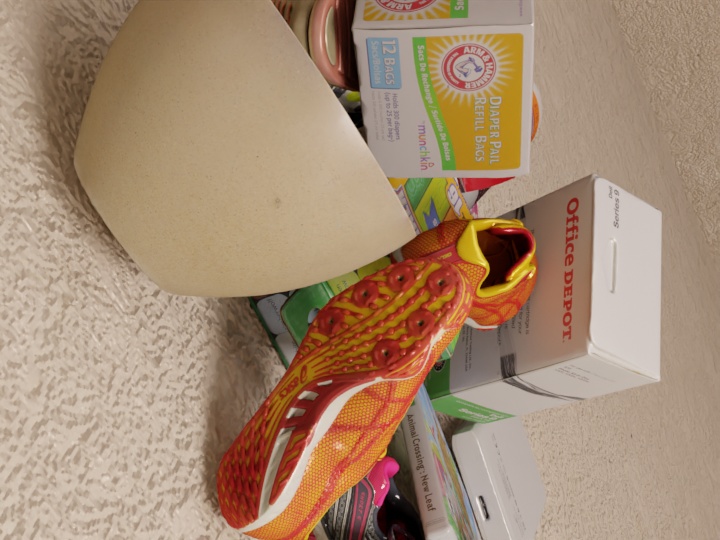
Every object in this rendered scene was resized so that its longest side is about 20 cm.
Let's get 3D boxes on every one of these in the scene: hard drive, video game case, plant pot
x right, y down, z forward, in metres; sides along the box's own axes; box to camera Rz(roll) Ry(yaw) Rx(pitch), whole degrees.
[{"bbox_3d":[0.133,0.188,0.984,0.200,0.026,0.134,-23,95,-73],"label":"hard drive"},{"bbox_3d":[0.071,0.192,0.792,0.183,0.022,0.202,-101,171,-56],"label":"video game case"},{"bbox_3d":[-0.078,-0.063,0.588,0.201,0.134,0.200,55,1,-1],"label":"plant pot"}]

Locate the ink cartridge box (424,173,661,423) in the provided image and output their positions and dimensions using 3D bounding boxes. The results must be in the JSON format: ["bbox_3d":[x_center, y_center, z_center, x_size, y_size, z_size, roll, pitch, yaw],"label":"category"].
[{"bbox_3d":[0.141,0.031,0.847,0.083,0.199,0.148,21,64,-30],"label":"ink cartridge box"}]

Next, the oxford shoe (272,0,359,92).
[{"bbox_3d":[-0.029,-0.154,0.677,0.200,0.073,0.072,-65,156,-74],"label":"oxford shoe"}]

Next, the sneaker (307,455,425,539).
[{"bbox_3d":[0.021,0.214,0.710,0.202,0.074,0.081,63,26,-20],"label":"sneaker"}]

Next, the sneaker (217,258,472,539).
[{"bbox_3d":[-0.005,0.075,0.622,0.077,0.200,0.073,27,18,-50],"label":"sneaker"}]

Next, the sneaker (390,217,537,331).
[{"bbox_3d":[0.092,0.000,0.708,0.199,0.076,0.074,-8,79,-65],"label":"sneaker"}]

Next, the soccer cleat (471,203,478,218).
[{"bbox_3d":[0.073,-0.031,0.983,0.086,0.069,0.203,26,51,-57],"label":"soccer cleat"}]

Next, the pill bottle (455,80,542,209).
[{"bbox_3d":[0.073,-0.108,0.935,0.200,0.109,0.111,-46,116,-40],"label":"pill bottle"}]

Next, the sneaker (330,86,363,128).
[{"bbox_3d":[-0.021,-0.165,0.882,0.199,0.077,0.081,4,61,-64],"label":"sneaker"}]

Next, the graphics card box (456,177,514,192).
[{"bbox_3d":[0.077,-0.177,0.835,0.126,0.050,0.202,72,7,-46],"label":"graphics card box"}]

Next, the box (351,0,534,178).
[{"bbox_3d":[0.057,-0.166,0.663,0.113,0.100,0.202,82,12,-48],"label":"box"}]

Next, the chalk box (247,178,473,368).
[{"bbox_3d":[0.000,0.000,0.750,0.126,0.123,0.201,62,27,-19],"label":"chalk box"}]
